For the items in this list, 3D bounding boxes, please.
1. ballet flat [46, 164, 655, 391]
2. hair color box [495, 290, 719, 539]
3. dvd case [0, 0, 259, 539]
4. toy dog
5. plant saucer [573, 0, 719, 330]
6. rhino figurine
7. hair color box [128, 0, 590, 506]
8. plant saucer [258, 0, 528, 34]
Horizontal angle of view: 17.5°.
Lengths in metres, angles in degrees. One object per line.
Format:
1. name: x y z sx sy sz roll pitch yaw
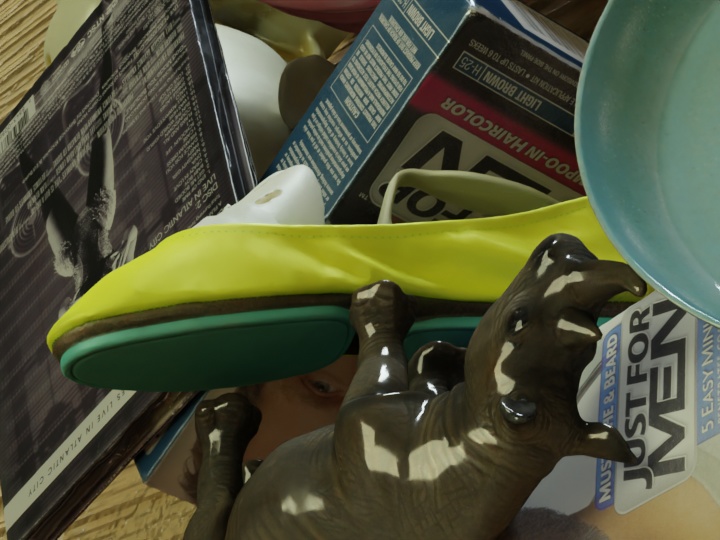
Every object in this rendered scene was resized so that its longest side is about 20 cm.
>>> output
1. ballet flat: 0.000 0.000 0.732 0.067 0.199 0.067 118 148 -64
2. hair color box: 0.079 0.075 0.659 0.200 0.065 0.110 -39 35 43
3. dvd case: -0.093 -0.015 0.855 0.149 0.016 0.200 -46 39 28
4. toy dog: -0.081 -0.036 0.974 0.194 0.139 0.200 -52 28 34
5. plant saucer: 0.153 -0.052 0.599 0.200 0.027 0.201 -16 47 18
6. rhino figurine: 0.014 0.053 0.662 0.200 0.060 0.088 -37 39 38
7. hair color box: 0.011 0.000 0.810 0.200 0.100 0.061 -55 30 16
8. plant saucer: 0.036 -0.154 0.888 0.200 0.051 0.201 -18 36 13
